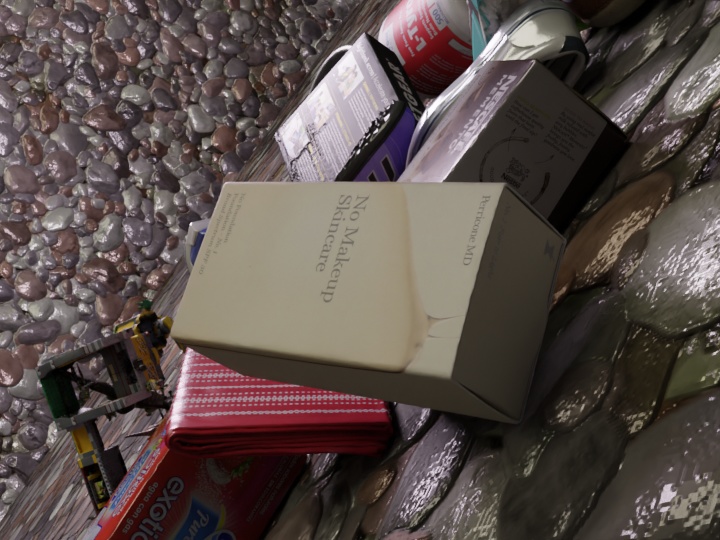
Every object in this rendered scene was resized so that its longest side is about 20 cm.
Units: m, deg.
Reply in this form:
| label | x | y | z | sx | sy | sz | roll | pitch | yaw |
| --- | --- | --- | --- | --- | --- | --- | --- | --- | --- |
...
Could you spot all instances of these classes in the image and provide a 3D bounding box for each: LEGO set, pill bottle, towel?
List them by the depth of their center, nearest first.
| label | x | y | z | sx | sy | sz | roll | pitch | yaw |
| --- | --- | --- | --- | --- | --- | --- | --- | --- | --- |
| towel | -0.056 | 0.079 | 0.721 | 0.200 | 0.143 | 0.023 | -103 | 14 | -74 |
| LEGO set | -0.173 | 0.119 | 0.877 | 0.115 | 0.202 | 0.153 | -21 | -9 | 38 |
| pill bottle | 0.088 | -0.256 | 1.113 | 0.113 | 0.112 | 0.200 | -59 | 14 | -28 |

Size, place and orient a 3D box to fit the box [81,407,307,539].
| label | x | y | z | sx | sy | sz | roll | pitch | yaw |
| --- | --- | --- | --- | --- | --- | --- | --- | --- | --- |
| box | -0.139 | 0.193 | 0.759 | 0.201 | 0.095 | 0.100 | -57 | 14 | -20 |

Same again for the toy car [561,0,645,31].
| label | x | y | z | sx | sy | sz | roll | pitch | yaw |
| --- | --- | --- | --- | --- | --- | --- | --- | --- | --- |
| toy car | 0.159 | -0.297 | 0.765 | 0.158 | 0.199 | 0.164 | -54 | 12 | -7 |

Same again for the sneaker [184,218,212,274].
| label | x | y | z | sx | sy | sz | roll | pitch | yaw |
| --- | --- | --- | --- | --- | --- | --- | --- | --- | --- |
| sneaker | -0.101 | 0.052 | 0.947 | 0.115 | 0.080 | 0.201 | 45 | 143 | 44 |

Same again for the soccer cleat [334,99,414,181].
| label | x | y | z | sx | sy | sz | roll | pitch | yaw |
| --- | --- | --- | --- | --- | --- | --- | --- | --- | --- |
| soccer cleat | 0.009 | -0.054 | 0.857 | 0.201 | 0.073 | 0.068 | -59 | 1 | 41 |

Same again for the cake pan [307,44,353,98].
| label | x | y | z | sx | sy | sz | roll | pitch | yaw |
| --- | --- | --- | --- | --- | --- | --- | --- | --- | --- |
| cake pan | -0.013 | -0.147 | 1.149 | 0.200 | 0.036 | 0.203 | -15 | 74 | 62 |

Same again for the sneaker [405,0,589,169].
| label | x | y | z | sx | sy | sz | roll | pitch | yaw |
| --- | --- | --- | --- | --- | --- | --- | --- | --- | --- |
| sneaker | 0.099 | -0.115 | 0.795 | 0.201 | 0.072 | 0.071 | -57 | 31 | 33 |

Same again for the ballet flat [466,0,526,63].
| label | x | y | z | sx | sy | sz | roll | pitch | yaw |
| --- | --- | --- | --- | --- | --- | --- | --- | --- | --- |
| ballet flat | 0.111 | -0.214 | 0.806 | 0.072 | 0.071 | 0.201 | -59 | -29 | -27 |

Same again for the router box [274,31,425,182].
| label | x | y | z | sx | sy | sz | roll | pitch | yaw |
| --- | --- | --- | --- | --- | --- | --- | --- | --- | --- |
| router box | -0.001 | -0.115 | 1.000 | 0.149 | 0.051 | 0.201 | -45 | 42 | 23 |

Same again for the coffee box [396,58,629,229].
| label | x | y | z | sx | sy | sz | roll | pitch | yaw |
| --- | --- | --- | --- | --- | --- | --- | --- | --- | --- |
| coffee box | 0.065 | -0.033 | 0.665 | 0.201 | 0.080 | 0.113 | -53 | 13 | 4 |

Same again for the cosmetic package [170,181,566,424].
| label | x | y | z | sx | sy | sz | roll | pitch | yaw |
| --- | --- | --- | --- | --- | --- | --- | --- | --- | --- |
| cosmetic package | -0.001 | 0.011 | 0.559 | 0.199 | 0.073 | 0.105 | 2 | 68 | 41 |
